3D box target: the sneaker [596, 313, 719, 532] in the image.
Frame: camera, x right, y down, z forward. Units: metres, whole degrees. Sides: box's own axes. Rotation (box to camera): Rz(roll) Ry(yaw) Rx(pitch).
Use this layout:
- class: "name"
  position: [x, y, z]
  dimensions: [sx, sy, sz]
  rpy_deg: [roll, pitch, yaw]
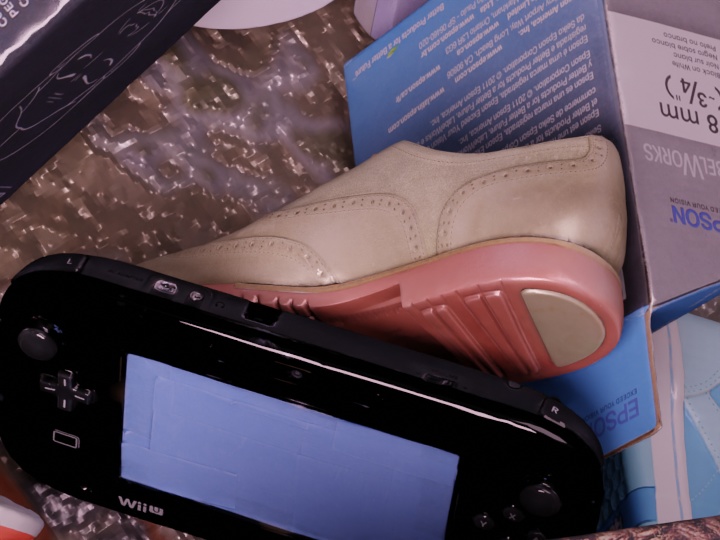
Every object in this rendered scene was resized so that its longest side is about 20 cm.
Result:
- class: "sneaker"
  position: [0.142, 0.104, 1.027]
  dimensions: [0.130, 0.080, 0.200]
  rpy_deg: [9, 62, -19]

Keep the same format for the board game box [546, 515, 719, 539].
- class: "board game box"
  position: [0.002, 0.153, 0.832]
  dimensions: [0.200, 0.159, 0.097]
  rpy_deg: [-5, 66, -27]

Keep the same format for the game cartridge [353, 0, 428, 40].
- class: "game cartridge"
  position: [0.069, -0.176, 1.068]
  dimensions: [0.130, 0.200, 0.038]
  rpy_deg: [-20, 49, -33]

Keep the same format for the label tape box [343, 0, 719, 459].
- class: "label tape box"
  position: [0.067, -0.010, 1.007]
  dimensions: [0.063, 0.144, 0.200]
  rpy_deg: [12, 61, -34]

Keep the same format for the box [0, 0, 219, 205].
- class: "box"
  position: [-0.106, -0.117, 0.929]
  dimensions: [0.200, 0.148, 0.107]
  rpy_deg: [-42, 85, 8]

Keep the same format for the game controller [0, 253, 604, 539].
- class: "game controller"
  position: [-0.022, 0.057, 0.932]
  dimensions: [0.200, 0.104, 0.042]
  rpy_deg: [17, 39, 9]

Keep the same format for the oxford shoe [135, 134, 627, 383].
- class: "oxford shoe"
  position: [0.000, 0.000, 0.963]
  dimensions: [0.071, 0.200, 0.074]
  rpy_deg: [51, 42, -46]

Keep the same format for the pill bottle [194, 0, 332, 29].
- class: "pill bottle"
  position: [-0.053, -0.195, 1.070]
  dimensions: [0.111, 0.111, 0.200]
  rpy_deg: [2, 64, -24]

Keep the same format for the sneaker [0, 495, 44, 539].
- class: "sneaker"
  position: [-0.155, 0.095, 0.859]
  dimensions: [0.077, 0.200, 0.082]
  rpy_deg: [22, 92, 10]
